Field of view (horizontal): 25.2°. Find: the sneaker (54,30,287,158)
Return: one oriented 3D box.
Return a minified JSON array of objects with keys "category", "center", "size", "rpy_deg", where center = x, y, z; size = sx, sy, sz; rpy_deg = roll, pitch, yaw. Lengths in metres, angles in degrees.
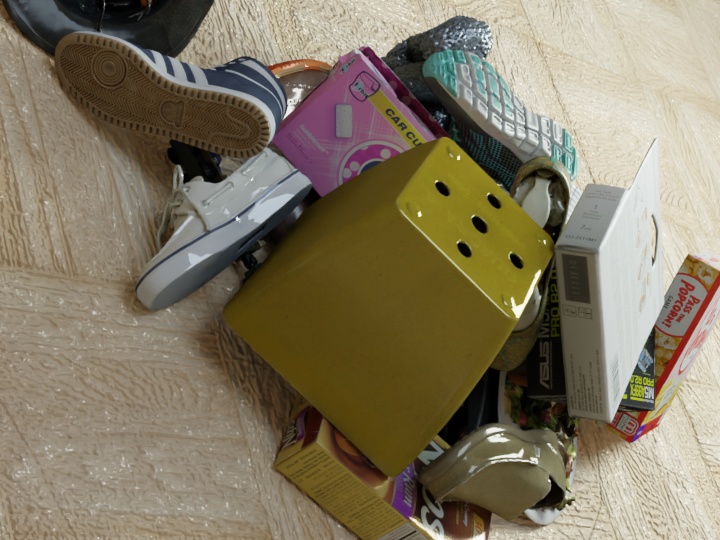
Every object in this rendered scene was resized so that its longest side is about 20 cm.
[{"category":"sneaker","center":[-0.157,-0.160,1.393],"size":[0.200,0.070,0.109],"rpy_deg":[22,25,5]}]

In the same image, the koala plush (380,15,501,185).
[{"category":"koala plush","center":[0.037,-0.126,1.596],"size":[0.200,0.184,0.177],"rpy_deg":[-45,116,-39]}]

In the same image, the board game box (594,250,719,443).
[{"category":"board game box","center":[0.327,0.077,1.698],"size":[0.046,0.200,0.151],"rpy_deg":[30,12,17]}]

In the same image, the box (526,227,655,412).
[{"category":"box","center":[0.224,0.051,1.555],"size":[0.200,0.044,0.160],"rpy_deg":[13,76,-55]}]

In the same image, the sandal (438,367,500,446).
[{"category":"sandal","center":[0.101,0.119,1.510],"size":[0.075,0.048,0.201],"rpy_deg":[50,45,-63]}]

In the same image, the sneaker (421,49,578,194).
[{"category":"sneaker","center":[0.115,-0.126,1.506],"size":[0.200,0.091,0.078],"rpy_deg":[37,40,-33]}]

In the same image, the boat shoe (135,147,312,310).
[{"category":"boat shoe","center":[-0.131,-0.048,1.343],"size":[0.086,0.075,0.202],"rpy_deg":[44,54,7]}]

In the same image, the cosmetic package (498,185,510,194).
[{"category":"cosmetic package","center":[0.149,0.008,1.601],"size":[0.200,0.107,0.090],"rpy_deg":[37,33,-53]}]

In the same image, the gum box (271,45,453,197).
[{"category":"gum box","center":[0.021,-0.097,1.466],"size":[0.200,0.113,0.066],"rpy_deg":[47,17,-10]}]

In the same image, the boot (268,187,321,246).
[{"category":"boot","center":[0.000,0.000,1.505],"size":[0.186,0.064,0.200],"rpy_deg":[-3,59,-56]}]

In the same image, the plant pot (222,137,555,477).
[{"category":"plant pot","center":[0.044,0.010,1.338],"size":[0.200,0.176,0.200],"rpy_deg":[44,35,-6]}]

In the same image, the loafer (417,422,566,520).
[{"category":"loafer","center":[0.125,0.176,1.385],"size":[0.200,0.076,0.067],"rpy_deg":[1,53,-53]}]

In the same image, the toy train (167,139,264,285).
[{"category":"toy train","center":[-0.110,-0.043,1.419],"size":[0.200,0.034,0.046],"rpy_deg":[60,29,6]}]

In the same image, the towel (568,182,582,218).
[{"category":"towel","center":[0.234,-0.002,1.780],"size":[0.200,0.086,0.166],"rpy_deg":[45,32,-12]}]

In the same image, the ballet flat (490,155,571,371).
[{"category":"ballet flat","center":[0.145,-0.008,1.450],"size":[0.071,0.071,0.200],"rpy_deg":[16,89,-44]}]

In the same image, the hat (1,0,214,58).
[{"category":"hat","center":[-0.227,-0.272,1.415],"size":[0.201,0.201,0.081],"rpy_deg":[35,-2,-29]}]

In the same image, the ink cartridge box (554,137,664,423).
[{"category":"ink cartridge box","center":[0.225,0.006,1.439],"size":[0.174,0.044,0.200],"rpy_deg":[-58,147,-44]}]

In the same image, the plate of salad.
[{"category":"plate of salad","center":[0.182,0.145,1.560],"size":[0.200,0.048,0.200],"rpy_deg":[23,64,-60]}]

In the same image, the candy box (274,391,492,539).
[{"category":"candy box","center":[0.026,0.177,1.378],"size":[0.200,0.056,0.117],"rpy_deg":[43,34,-20]}]

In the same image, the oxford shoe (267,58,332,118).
[{"category":"oxford shoe","center":[-0.088,-0.158,1.536],"size":[0.200,0.071,0.073],"rpy_deg":[-20,97,-53]}]
